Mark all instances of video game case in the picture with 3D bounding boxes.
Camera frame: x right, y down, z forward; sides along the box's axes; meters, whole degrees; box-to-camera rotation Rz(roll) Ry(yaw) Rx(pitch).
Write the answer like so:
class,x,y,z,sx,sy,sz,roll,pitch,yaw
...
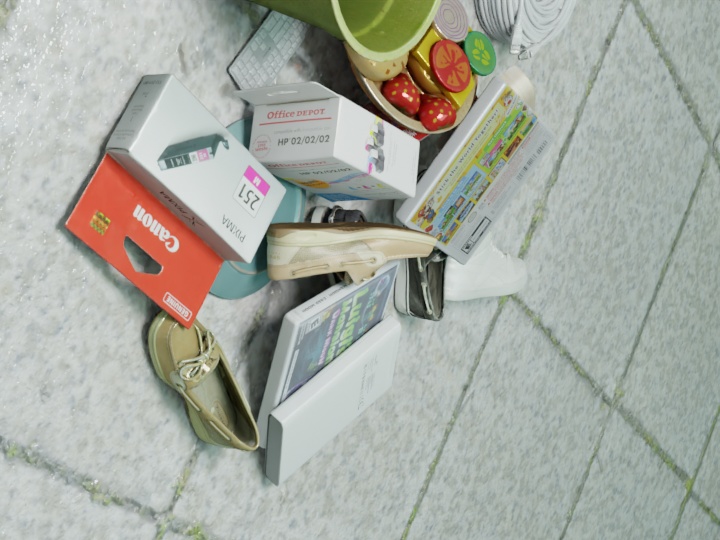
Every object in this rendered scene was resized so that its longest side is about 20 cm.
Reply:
class,x,y,z,sx,sy,sz,roll,pitch,yaw
video game case,0.141,-0.115,1.708,0.201,0.023,0.182,-54,149,4
video game case,-0.039,0.092,1.634,0.181,0.023,0.201,-31,148,-42

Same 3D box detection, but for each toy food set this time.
class,x,y,z,sx,sy,sz,roll,pitch,yaw
toy food set,0.062,-0.251,1.580,0.200,0.048,0.199,48,50,-19
toy food set,0.148,-0.156,1.782,0.144,0.060,0.200,-45,160,-13

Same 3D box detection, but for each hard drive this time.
class,x,y,z,sx,sy,sz,roll,pitch,yaw
hard drive,-0.032,0.152,1.670,0.200,0.026,0.133,-38,153,-31

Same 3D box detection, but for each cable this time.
class,x,y,z,sx,sy,sz,roll,pitch,yaw
cable,0.223,-0.390,1.857,0.199,0.069,0.202,-32,126,-46

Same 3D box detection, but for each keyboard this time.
class,x,y,z,sx,sy,sz,roll,pitch,yaw
keyboard,-0.076,-0.266,1.525,0.201,0.011,0.056,-58,142,-24

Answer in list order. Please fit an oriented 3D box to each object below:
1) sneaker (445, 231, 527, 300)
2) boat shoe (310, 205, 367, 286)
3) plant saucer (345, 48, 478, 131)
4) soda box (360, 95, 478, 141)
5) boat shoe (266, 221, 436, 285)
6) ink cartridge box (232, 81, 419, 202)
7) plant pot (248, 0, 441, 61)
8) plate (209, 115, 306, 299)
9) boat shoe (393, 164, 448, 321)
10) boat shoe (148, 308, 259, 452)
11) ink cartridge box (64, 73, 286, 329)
class,x,y,z,sx,sy,sz,roll,pitch,yaw
sneaker,0.169,-0.029,1.911,0.199,0.073,0.117,-10,114,-52
boat shoe,0.000,0.000,1.682,0.201,0.060,0.074,69,32,-41
plant saucer,0.053,-0.250,1.629,0.199,0.037,0.202,15,67,-38
soda box,0.052,-0.183,1.675,0.200,0.063,0.070,-35,100,-43
boat shoe,-0.011,-0.018,1.567,0.198,0.071,0.065,0,98,-21
ink cartridge box,-0.038,-0.131,1.499,0.199,0.114,0.069,23,70,-53
plant pot,-0.041,-0.317,1.397,0.199,0.189,0.202,-24,121,-48
plate,-0.114,-0.065,1.535,0.199,0.025,0.202,-26,123,-47
boat shoe,0.085,-0.034,1.796,0.070,0.063,0.202,-28,124,-47
boat shoe,-0.161,0.115,1.501,0.073,0.063,0.202,-49,138,-33
ink cartridge box,-0.176,-0.063,1.399,0.200,0.043,0.175,45,61,-42
